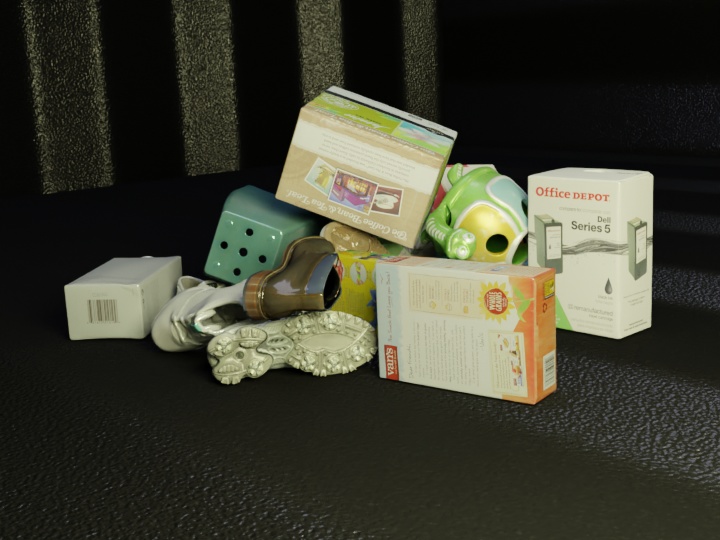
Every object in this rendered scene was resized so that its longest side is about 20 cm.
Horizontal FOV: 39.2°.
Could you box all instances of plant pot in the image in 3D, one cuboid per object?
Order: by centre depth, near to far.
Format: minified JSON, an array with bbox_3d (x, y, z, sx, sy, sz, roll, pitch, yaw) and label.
[{"bbox_3d":[-0.144,-0.032,1.445,0.140,0.142,0.200,19,8,6],"label":"plant pot"}]

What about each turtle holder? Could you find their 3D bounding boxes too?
[{"bbox_3d":[0.166,-0.067,1.369,0.131,0.141,0.185,34,1,24],"label":"turtle holder"}]

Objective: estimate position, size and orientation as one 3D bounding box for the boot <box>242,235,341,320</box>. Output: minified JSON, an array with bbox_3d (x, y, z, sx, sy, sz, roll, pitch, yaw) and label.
[{"bbox_3d":[-0.050,0.010,1.191,0.096,0.075,0.200,1,22,25],"label":"boot"}]

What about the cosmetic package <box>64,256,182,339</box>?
[{"bbox_3d":[-0.336,0.036,1.461,0.112,0.082,0.200,-1,11,9],"label":"cosmetic package"}]

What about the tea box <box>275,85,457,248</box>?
[{"bbox_3d":[0.013,-0.147,1.391,0.199,0.134,0.197,20,22,3],"label":"tea box"}]

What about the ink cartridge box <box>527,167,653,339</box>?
[{"bbox_3d":[0.296,-0.027,1.309,0.084,0.202,0.145,-13,15,-42],"label":"ink cartridge box"}]

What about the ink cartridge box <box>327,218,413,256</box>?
[{"bbox_3d":[-0.011,-0.071,1.526,0.200,0.048,0.146,37,-5,43],"label":"ink cartridge box"}]

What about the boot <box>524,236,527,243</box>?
[{"bbox_3d":[0.208,-0.096,1.741,0.069,0.201,0.174,-41,20,-18],"label":"boot"}]

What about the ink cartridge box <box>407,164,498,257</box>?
[{"bbox_3d":[0.122,-0.075,1.591,0.146,0.083,0.200,-7,-28,-43],"label":"ink cartridge box"}]

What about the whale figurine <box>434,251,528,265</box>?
[{"bbox_3d":[0.187,-0.007,1.483,0.158,0.105,0.200,-6,14,-18],"label":"whale figurine"}]

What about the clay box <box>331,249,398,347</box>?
[{"bbox_3d":[0.026,0.039,1.271,0.047,0.116,0.199,-14,17,-43],"label":"clay box"}]

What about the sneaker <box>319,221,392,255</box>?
[{"bbox_3d":[0.000,0.000,1.411,0.199,0.072,0.112,31,-25,-30],"label":"sneaker"}]

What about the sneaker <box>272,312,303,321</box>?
[{"bbox_3d":[-0.096,0.056,1.347,0.066,0.091,0.200,17,43,14],"label":"sneaker"}]

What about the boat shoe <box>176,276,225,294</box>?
[{"bbox_3d":[-0.206,0.046,1.409,0.072,0.066,0.200,-9,13,-27],"label":"boat shoe"}]

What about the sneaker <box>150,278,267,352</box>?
[{"bbox_3d":[-0.191,0.059,1.239,0.199,0.076,0.088,-20,9,27],"label":"sneaker"}]

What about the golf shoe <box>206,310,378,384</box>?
[{"bbox_3d":[-0.081,0.083,1.196,0.198,0.079,0.097,-3,6,-7],"label":"golf shoe"}]

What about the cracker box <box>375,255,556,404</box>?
[{"bbox_3d":[0.112,0.060,1.100,0.199,0.135,0.058,6,14,35],"label":"cracker box"}]
